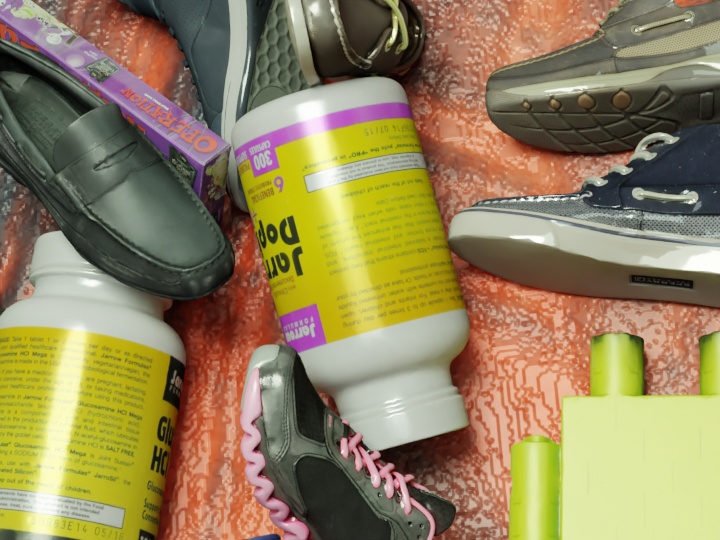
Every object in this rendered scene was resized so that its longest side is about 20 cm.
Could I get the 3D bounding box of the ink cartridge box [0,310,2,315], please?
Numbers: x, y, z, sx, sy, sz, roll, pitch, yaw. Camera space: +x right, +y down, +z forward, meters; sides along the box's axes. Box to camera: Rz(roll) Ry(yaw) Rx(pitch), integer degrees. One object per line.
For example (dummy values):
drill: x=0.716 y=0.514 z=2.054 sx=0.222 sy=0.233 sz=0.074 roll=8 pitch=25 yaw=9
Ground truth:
ink cartridge box: x=-0.321 y=0.055 z=1.063 sx=0.200 sy=0.148 sz=0.076 roll=-21 pitch=107 yaw=6

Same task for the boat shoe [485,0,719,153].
boat shoe: x=0.170 y=-0.120 z=1.067 sx=0.200 sy=0.075 sz=0.073 roll=-7 pitch=62 yaw=0

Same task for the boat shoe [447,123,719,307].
boat shoe: x=0.154 y=-0.037 z=1.044 sx=0.200 sy=0.075 sz=0.093 roll=9 pitch=70 yaw=6

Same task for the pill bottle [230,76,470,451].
pill bottle: x=0.000 y=0.000 z=1.031 sx=0.104 sy=0.104 sz=0.200 roll=-16 pitch=85 yaw=7

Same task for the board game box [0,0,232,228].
board game box: x=-0.163 y=-0.083 z=1.094 sx=0.200 sy=0.120 sz=0.032 roll=36 pitch=50 yaw=19

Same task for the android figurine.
android figurine: x=0.171 y=0.132 z=1.000 sx=0.182 sy=0.041 sz=0.200 roll=-3 pitch=73 yaw=11

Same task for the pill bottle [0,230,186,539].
pill bottle: x=-0.161 y=0.084 z=1.045 sx=0.112 sy=0.112 sz=0.200 roll=5 pitch=74 yaw=13

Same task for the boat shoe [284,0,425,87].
boat shoe: x=-0.002 y=-0.140 z=1.037 sx=0.059 sy=0.200 sz=0.072 roll=-7 pitch=91 yaw=8

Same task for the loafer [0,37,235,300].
loafer: x=-0.147 y=-0.057 z=1.014 sx=0.068 sy=0.070 sz=0.201 roll=-36 pitch=62 yaw=-29

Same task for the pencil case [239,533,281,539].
pencil case: x=-0.050 y=0.243 z=0.990 sx=0.078 sy=0.087 sz=0.200 roll=-38 pitch=65 yaw=36

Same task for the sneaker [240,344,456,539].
sneaker: x=0.000 y=0.120 z=0.977 sx=0.095 sy=0.079 sz=0.200 roll=-14 pitch=115 yaw=14

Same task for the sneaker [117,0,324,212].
sneaker: x=-0.099 y=-0.140 z=1.123 sx=0.146 sy=0.077 sz=0.203 roll=7 pitch=102 yaw=39
